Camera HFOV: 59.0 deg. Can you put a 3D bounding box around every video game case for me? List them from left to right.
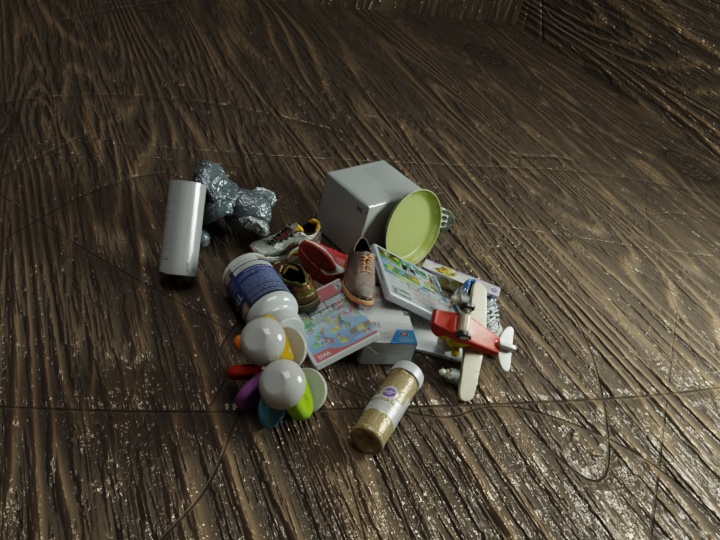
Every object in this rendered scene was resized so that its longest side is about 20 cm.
[{"bbox_3d":[-0.065,0.105,1.309,0.142,0.018,0.200,-26,42,-11],"label":"video game case"},{"bbox_3d":[0.117,0.037,1.437,0.199,0.022,0.183,27,28,-28],"label":"video game case"}]

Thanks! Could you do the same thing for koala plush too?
[{"bbox_3d":[-0.297,-0.149,1.484,0.198,0.185,0.178,15,37,-7],"label":"koala plush"}]

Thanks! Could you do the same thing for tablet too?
[{"bbox_3d":[0.169,0.121,1.442,0.129,0.014,0.201,15,37,-2],"label":"tablet"}]

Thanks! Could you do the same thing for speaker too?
[{"bbox_3d":[-0.377,-0.090,1.351,0.080,0.202,0.081,6,-1,0],"label":"speaker"}]

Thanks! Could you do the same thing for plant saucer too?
[{"bbox_3d":[0.124,-0.106,1.571,0.199,0.202,0.031,-20,33,-38],"label":"plant saucer"}]

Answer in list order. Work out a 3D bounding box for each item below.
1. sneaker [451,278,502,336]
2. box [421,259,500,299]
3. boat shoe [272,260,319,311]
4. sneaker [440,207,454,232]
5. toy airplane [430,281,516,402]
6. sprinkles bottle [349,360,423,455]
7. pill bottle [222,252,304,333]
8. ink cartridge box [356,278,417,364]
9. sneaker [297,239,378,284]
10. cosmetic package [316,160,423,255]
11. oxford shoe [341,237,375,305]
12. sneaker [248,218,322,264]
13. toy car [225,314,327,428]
[{"bbox_3d":[0.276,0.101,1.438,0.076,0.086,0.201,-7,49,-32],"label":"sneaker"},{"bbox_3d":[0.241,0.031,1.561,0.198,0.042,0.039,22,38,7],"label":"box"},{"bbox_3d":[-0.145,0.013,1.379,0.072,0.068,0.200,-28,33,-20],"label":"boat shoe"},{"bbox_3d":[0.165,-0.164,1.762,0.198,0.077,0.089,11,28,-10],"label":"sneaker"},{"bbox_3d":[0.227,0.144,1.333,0.199,0.140,0.201,-29,99,-43],"label":"toy airplane"},{"bbox_3d":[0.052,0.252,1.187,0.068,0.069,0.200,26,39,13],"label":"sprinkles bottle"},{"bbox_3d":[-0.196,0.065,1.299,0.110,0.112,0.200,-12,45,-32],"label":"pill bottle"},{"bbox_3d":[0.040,0.106,1.367,0.115,0.068,0.201,4,39,-15],"label":"ink cartridge box"},{"bbox_3d":[-0.047,-0.014,1.501,0.199,0.079,0.115,38,32,9],"label":"sneaker"},{"bbox_3d":[0.023,-0.155,1.613,0.199,0.168,0.166,-19,49,-39],"label":"cosmetic package"},{"bbox_3d":[0.000,0.000,1.366,0.071,0.073,0.201,9,31,-14],"label":"oxford shoe"},{"bbox_3d":[-0.177,-0.078,1.512,0.199,0.083,0.078,-21,51,-37],"label":"sneaker"},{"bbox_3d":[-0.162,0.187,1.132,0.149,0.175,0.201,-31,69,6],"label":"toy car"}]
